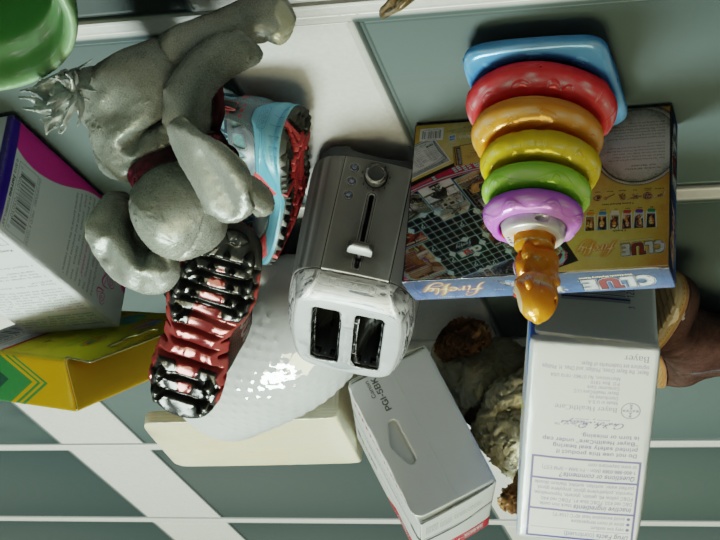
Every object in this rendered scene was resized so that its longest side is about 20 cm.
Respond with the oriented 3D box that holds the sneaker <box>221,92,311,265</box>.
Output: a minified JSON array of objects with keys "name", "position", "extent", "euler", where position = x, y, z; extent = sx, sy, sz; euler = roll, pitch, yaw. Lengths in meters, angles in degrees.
[{"name":"sneaker","position":[-0.092,-0.080,1.319],"extent":[0.095,0.080,0.201],"euler":[19,149,6]}]

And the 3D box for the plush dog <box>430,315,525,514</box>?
[{"name":"plush dog","position":[0.136,0.125,1.596],"extent":[0.172,0.160,0.200],"euler":[40,166,21]}]

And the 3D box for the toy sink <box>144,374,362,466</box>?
[{"name":"toy sink","position":[-0.103,0.123,1.674],"extent":[0.198,0.113,0.131],"euler":[-3,153,11]}]

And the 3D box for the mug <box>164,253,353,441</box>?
[{"name":"mug","position":[-0.093,0.044,1.490],"extent":[0.200,0.148,0.175],"euler":[44,138,-20]}]

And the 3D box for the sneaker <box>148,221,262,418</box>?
[{"name":"sneaker","position":[-0.121,0.026,1.365],"extent":[0.070,0.098,0.201],"euler":[20,129,-1]}]

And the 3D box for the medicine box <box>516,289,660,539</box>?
[{"name":"medicine box","position":[0.187,0.092,1.380],"extent":[0.102,0.183,0.202],"euler":[4,121,5]}]

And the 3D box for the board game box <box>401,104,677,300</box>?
[{"name":"board game box","position":[0.134,-0.050,1.238],"extent":[0.198,0.137,0.035],"euler":[-3,154,18]}]

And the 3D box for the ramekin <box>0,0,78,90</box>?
[{"name":"ramekin","position":[-0.270,-0.206,1.044],"extent":[0.198,0.099,0.200],"euler":[5,154,2]}]

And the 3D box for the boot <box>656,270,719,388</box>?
[{"name":"boot","position":[0.322,0.051,1.507],"extent":[0.165,0.073,0.200],"euler":[0,156,-8]}]

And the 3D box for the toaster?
[{"name":"toaster","position":[0.000,0.000,1.363],"extent":[0.113,0.130,0.200],"euler":[13,153,2]}]

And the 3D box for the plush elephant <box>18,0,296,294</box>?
[{"name":"plush elephant","position":[-0.120,-0.079,1.132],"extent":[0.164,0.156,0.199],"euler":[-27,179,43]}]

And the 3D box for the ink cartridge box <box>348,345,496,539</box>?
[{"name":"ink cartridge box","position":[0.058,0.174,1.553],"extent":[0.082,0.148,0.200],"euler":[-26,163,-6]}]

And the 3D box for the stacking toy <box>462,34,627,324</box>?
[{"name":"stacking toy","position":[0.123,-0.055,1.153],"extent":[0.109,0.202,0.116],"euler":[-3,154,18]}]

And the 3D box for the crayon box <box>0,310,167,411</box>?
[{"name":"crayon box","position":[-0.248,0.077,1.473],"extent":[0.199,0.051,0.126],"euler":[2,-163,45]}]

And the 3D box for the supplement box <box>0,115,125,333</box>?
[{"name":"supplement box","position":[-0.285,-0.033,1.403],"extent":[0.102,0.102,0.200],"euler":[-6,152,24]}]

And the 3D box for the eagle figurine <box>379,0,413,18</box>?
[{"name":"eagle figurine","position":[0.016,-0.253,0.894],"extent":[0.151,0.151,0.200],"euler":[-39,107,3]}]
